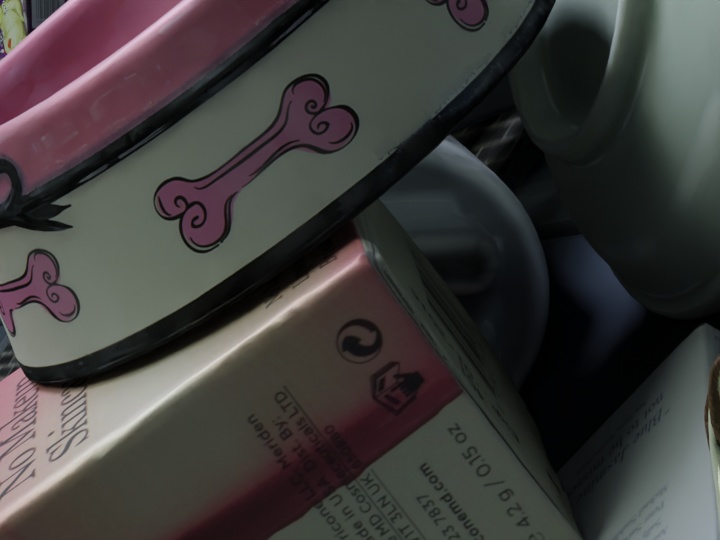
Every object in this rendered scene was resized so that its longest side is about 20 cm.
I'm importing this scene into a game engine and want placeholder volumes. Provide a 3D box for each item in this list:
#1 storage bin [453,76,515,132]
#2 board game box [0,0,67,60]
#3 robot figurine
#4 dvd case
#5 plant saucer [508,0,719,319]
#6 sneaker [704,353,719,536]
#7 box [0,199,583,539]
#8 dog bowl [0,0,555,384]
[{"bbox_3d":[0.027,-0.135,1.105,0.200,0.134,0.146,-20,36,29],"label":"storage bin"},{"bbox_3d":[-0.084,-0.064,1.271,0.032,0.120,0.200,-3,2,36],"label":"board game box"},{"bbox_3d":[0.000,0.000,1.025,0.200,0.113,0.170,-125,37,-75],"label":"robot figurine"},{"bbox_3d":[0.054,0.112,0.777,0.143,0.018,0.200,-48,15,24],"label":"dvd case"},{"bbox_3d":[0.083,-0.086,0.880,0.200,0.050,0.201,-178,90,-73],"label":"plant saucer"},{"bbox_3d":[0.120,0.021,0.645,0.070,0.075,0.200,-39,21,49],"label":"sneaker"},{"bbox_3d":[-0.052,0.074,0.850,0.200,0.109,0.128,-35,17,5],"label":"box"},{"bbox_3d":[-0.042,-0.058,0.867,0.200,0.074,0.200,-34,16,11],"label":"dog bowl"}]
